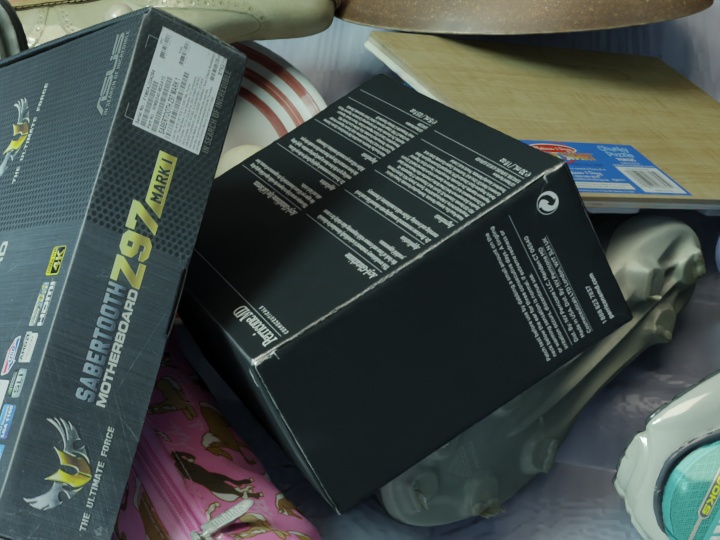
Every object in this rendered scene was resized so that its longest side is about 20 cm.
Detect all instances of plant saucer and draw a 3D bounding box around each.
[{"bbox_3d":[0.082,-0.155,0.945,0.198,0.037,0.201,-1,16,0],"label":"plant saucer"}]

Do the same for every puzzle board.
[{"bbox_3d":[0.117,-0.066,0.860,0.199,0.018,0.151,-1,34,-38],"label":"puzzle board"}]

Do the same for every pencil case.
[{"bbox_3d":[-0.077,0.085,0.738,0.082,0.087,0.200,1,31,-33],"label":"pencil case"}]

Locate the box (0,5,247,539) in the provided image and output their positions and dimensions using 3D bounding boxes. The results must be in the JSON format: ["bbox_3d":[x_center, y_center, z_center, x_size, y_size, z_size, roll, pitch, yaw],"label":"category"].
[{"bbox_3d":[-0.126,0.008,0.709,0.157,0.051,0.202,-5,65,56],"label":"box"}]

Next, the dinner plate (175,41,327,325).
[{"bbox_3d":[-0.108,-0.047,0.916,0.198,0.024,0.201,-1,53,1],"label":"dinner plate"}]

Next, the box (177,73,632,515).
[{"bbox_3d":[0.000,0.000,0.761,0.140,0.079,0.200,-30,23,-10],"label":"box"}]

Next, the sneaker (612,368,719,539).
[{"bbox_3d":[0.197,0.063,0.750,0.199,0.078,0.080,-31,66,-16],"label":"sneaker"}]

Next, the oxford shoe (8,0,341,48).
[{"bbox_3d":[-0.106,-0.111,0.917,0.198,0.071,0.075,-6,76,4],"label":"oxford shoe"}]

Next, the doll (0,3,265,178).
[{"bbox_3d":[-0.130,-0.059,0.864,0.198,0.048,0.138,13,85,4],"label":"doll"}]

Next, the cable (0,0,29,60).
[{"bbox_3d":[-0.155,-0.025,0.813,0.096,0.202,0.050,4,17,13],"label":"cable"}]

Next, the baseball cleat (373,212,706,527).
[{"bbox_3d":[0.062,0.037,0.800,0.199,0.070,0.106,-34,34,-29],"label":"baseball cleat"}]

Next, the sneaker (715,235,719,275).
[{"bbox_3d":[0.249,-0.030,0.797,0.198,0.082,0.074,-14,63,-14],"label":"sneaker"}]
